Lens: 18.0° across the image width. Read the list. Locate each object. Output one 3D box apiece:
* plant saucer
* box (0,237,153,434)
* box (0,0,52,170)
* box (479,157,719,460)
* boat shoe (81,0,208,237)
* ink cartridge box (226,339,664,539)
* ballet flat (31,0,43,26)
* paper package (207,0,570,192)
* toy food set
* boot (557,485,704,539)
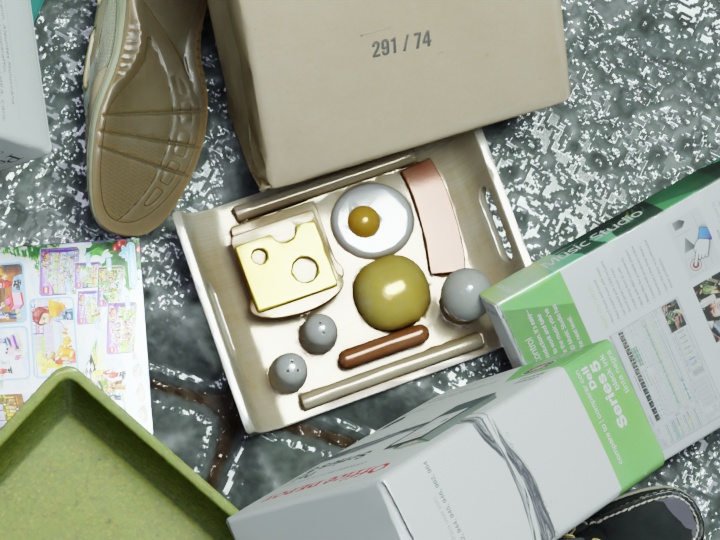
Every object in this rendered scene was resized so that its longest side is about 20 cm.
[{"bbox_3d":[-0.162,0.182,1.296,0.200,0.048,0.200,43,92,-14],"label":"plant saucer"},{"bbox_3d":[-0.192,0.084,1.354,0.136,0.039,0.201,-3,79,-8],"label":"box"},{"bbox_3d":[-0.302,-0.146,1.304,0.198,0.131,0.201,-15,78,22],"label":"box"},{"bbox_3d":[0.187,0.031,1.383,0.200,0.036,0.145,-29,107,-13],"label":"box"},{"bbox_3d":[-0.136,-0.119,1.392,0.072,0.065,0.201,8,84,-29],"label":"boat shoe"},{"bbox_3d":[0.048,0.125,1.273,0.200,0.145,0.084,-27,94,-42],"label":"ink cartridge box"},{"bbox_3d":[-0.233,-0.144,1.390,0.073,0.073,0.201,17,83,-3],"label":"ballet flat"},{"bbox_3d":[0.010,-0.170,1.350,0.199,0.191,0.104,-17,36,-10],"label":"paper package"},{"bbox_3d":[0.000,0.000,1.382,0.199,0.060,0.144,-19,81,-10],"label":"toy food set"},{"bbox_3d":[0.126,0.181,1.311,0.199,0.151,0.073,-25,82,-11],"label":"boot"}]
